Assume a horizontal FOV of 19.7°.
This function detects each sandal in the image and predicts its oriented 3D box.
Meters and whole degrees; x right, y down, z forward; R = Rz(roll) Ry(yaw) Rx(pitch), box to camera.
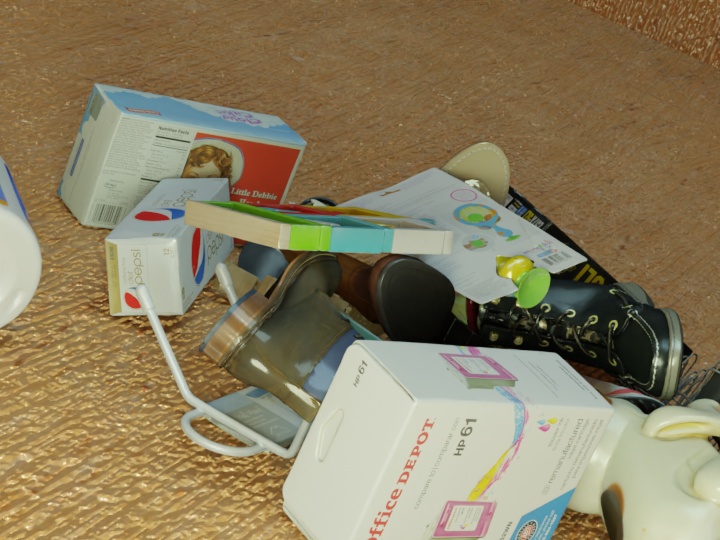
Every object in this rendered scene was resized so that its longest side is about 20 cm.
[{"bbox_3d":[0.069,-0.017,1.810,0.078,0.212,0.070,43,-3,-23],"label":"sandal"}]

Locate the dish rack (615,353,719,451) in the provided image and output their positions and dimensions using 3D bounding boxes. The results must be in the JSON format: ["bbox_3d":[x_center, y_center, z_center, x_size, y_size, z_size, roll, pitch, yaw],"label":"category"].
[{"bbox_3d":[0.278,0.102,1.845,0.200,0.055,0.154,38,-10,42],"label":"dish rack"}]

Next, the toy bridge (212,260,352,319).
[{"bbox_3d":[-0.054,0.028,1.729,0.067,0.027,0.200,29,-7,-27],"label":"toy bridge"}]

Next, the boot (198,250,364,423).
[{"bbox_3d":[-0.039,0.050,1.533,0.097,0.075,0.200,41,28,6],"label":"boot"}]

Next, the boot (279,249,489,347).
[{"bbox_3d":[0.000,0.000,1.699,0.200,0.069,0.188,34,0,33],"label":"boot"}]

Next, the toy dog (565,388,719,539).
[{"bbox_3d":[0.218,0.175,1.599,0.193,0.140,0.200,-29,46,-26],"label":"toy dog"}]

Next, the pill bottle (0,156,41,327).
[{"bbox_3d":[-0.316,-0.041,1.600,0.112,0.112,0.200,12,20,-25],"label":"pill bottle"}]

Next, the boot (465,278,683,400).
[{"bbox_3d":[0.174,0.053,1.707,0.153,0.074,0.204,5,14,-9],"label":"boot"}]

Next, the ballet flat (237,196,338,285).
[{"bbox_3d":[-0.059,-0.028,1.905,0.073,0.073,0.200,24,19,9],"label":"ballet flat"}]

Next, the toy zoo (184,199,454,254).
[{"bbox_3d":[-0.020,-0.034,1.625,0.199,0.021,0.131,1,9,-39],"label":"toy zoo"}]

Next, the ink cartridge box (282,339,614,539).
[{"bbox_3d":[0.062,0.133,1.483,0.199,0.145,0.085,6,27,-39],"label":"ink cartridge box"}]

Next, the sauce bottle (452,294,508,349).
[{"bbox_3d":[0.103,0.051,1.873,0.065,0.065,0.200,31,22,26],"label":"sauce bottle"}]

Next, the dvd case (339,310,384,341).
[{"bbox_3d":[0.061,0.098,1.650,0.146,0.022,0.200,33,-4,32],"label":"dvd case"}]

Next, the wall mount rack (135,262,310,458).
[{"bbox_3d":[-0.083,0.072,1.598,0.173,0.075,0.200,29,20,21],"label":"wall mount rack"}]

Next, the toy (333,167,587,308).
[{"bbox_3d":[0.080,-0.017,1.726,0.115,0.047,0.200,-22,34,-31],"label":"toy"}]

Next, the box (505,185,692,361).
[{"bbox_3d":[0.213,0.012,1.981,0.200,0.049,0.160,41,3,-19],"label":"box"}]

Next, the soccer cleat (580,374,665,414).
[{"bbox_3d":[0.170,0.114,1.788,0.199,0.069,0.073,16,0,-21],"label":"soccer cleat"}]

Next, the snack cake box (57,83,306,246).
[{"bbox_3d":[-0.163,-0.094,1.901,0.199,0.115,0.067,8,23,-35],"label":"snack cake box"}]

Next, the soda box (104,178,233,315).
[{"bbox_3d":[-0.160,-0.023,1.760,0.063,0.068,0.200,0,17,9],"label":"soda box"}]
